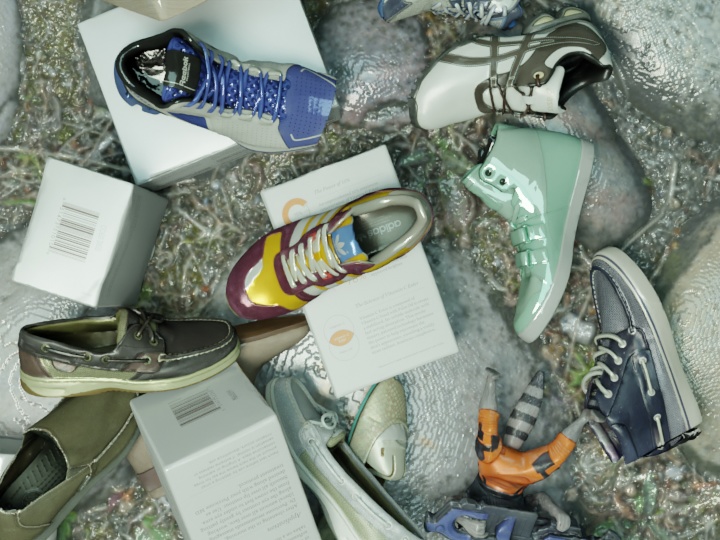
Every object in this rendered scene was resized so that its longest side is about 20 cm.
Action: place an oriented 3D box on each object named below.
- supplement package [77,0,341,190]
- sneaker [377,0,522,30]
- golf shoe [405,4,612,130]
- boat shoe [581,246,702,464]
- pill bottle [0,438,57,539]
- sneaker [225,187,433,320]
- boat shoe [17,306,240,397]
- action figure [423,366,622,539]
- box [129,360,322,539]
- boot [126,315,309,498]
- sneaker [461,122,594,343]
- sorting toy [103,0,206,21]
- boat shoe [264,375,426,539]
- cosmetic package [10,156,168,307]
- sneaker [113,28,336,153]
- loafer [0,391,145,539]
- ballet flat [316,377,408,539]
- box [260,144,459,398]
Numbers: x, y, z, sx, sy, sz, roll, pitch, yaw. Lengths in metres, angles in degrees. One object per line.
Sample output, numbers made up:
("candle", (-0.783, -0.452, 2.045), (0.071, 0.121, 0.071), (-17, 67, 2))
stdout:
("supplement package", (-0.136, -0.184, 1.212), (0.198, 0.111, 0.157), (-21, 91, 0))
("sneaker", (0.115, -0.265, 1.230), (0.198, 0.077, 0.086), (-20, 95, 1))
("golf shoe", (0.139, -0.176, 1.205), (0.198, 0.078, 0.095), (-27, 47, -3))
("boat shoe", (0.243, 0.085, 1.223), (0.092, 0.075, 0.202), (-25, 91, -19))
("pill bottle", (-0.341, 0.264, 1.215), (0.112, 0.113, 0.203), (5, 90, 0))
("sneaker", (-0.030, -0.018, 1.125), (0.198, 0.090, 0.076), (-29, 91, 1))
("boat shoe", (-0.205, 0.067, 1.156), (0.197, 0.073, 0.065), (-9, 124, -11))
("action figure", (0.162, 0.205, 1.228), (0.198, 0.105, 0.195), (18, 106, -12))
("box", (-0.111, 0.205, 1.155), (0.105, 0.152, 0.202), (-23, 114, -14))
("boot", (-0.133, 0.133, 1.242), (0.197, 0.070, 0.148), (-12, 97, 1))
("sneaker", (0.142, -0.039, 1.229), (0.117, 0.074, 0.203), (14, 81, -7))
("sorting toy", (-0.129, -0.301, 1.139), (0.197, 0.200, 0.070), (-29, 116, -16))
("boat shoe", (-0.017, 0.178, 1.180), (0.064, 0.074, 0.203), (-35, 76, 14))
("cosmetic package", (-0.237, -0.030, 1.169), (0.080, 0.200, 0.114), (17, 87, -1))
("sneaker", (-0.122, -0.151, 1.099), (0.197, 0.115, 0.082), (13, 93, -1))
("loafer", (-0.257, 0.157, 1.155), (0.075, 0.070, 0.201), (26, 62, 12))
("ballet flat", (0.012, 0.201, 1.235), (0.062, 0.067, 0.202), (26, 99, 35))
("box", (0.000, 0.000, 1.220), (0.123, 0.097, 0.202), (-20, 91, 1))
